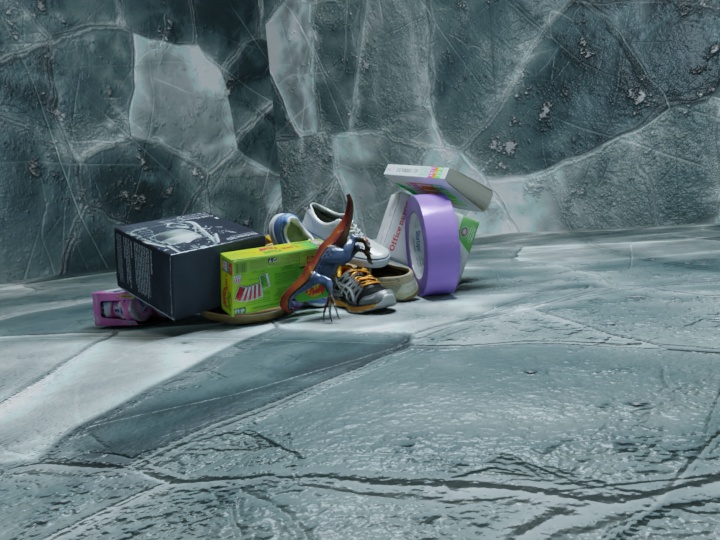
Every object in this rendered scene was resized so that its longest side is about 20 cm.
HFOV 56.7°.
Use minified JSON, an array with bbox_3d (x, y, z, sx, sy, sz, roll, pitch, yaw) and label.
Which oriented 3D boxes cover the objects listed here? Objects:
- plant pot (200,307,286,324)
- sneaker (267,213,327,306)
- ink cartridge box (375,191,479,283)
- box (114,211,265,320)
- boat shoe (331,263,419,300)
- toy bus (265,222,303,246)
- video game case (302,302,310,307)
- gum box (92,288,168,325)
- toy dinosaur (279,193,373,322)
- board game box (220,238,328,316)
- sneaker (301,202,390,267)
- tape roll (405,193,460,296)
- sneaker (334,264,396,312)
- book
[{"bbox_3d":[-0.217,0.058,1.240,0.198,0.028,0.200,2,19,-1],"label":"plant pot"},{"bbox_3d":[-0.113,-0.019,1.284,0.076,0.201,0.077,-33,8,-25],"label":"sneaker"},{"bbox_3d":[0.143,-0.073,1.483,0.199,0.147,0.084,20,-1,-15],"label":"ink cartridge box"},{"bbox_3d":[-0.309,-0.017,1.215,0.196,0.125,0.199,22,27,39],"label":"box"},{"bbox_3d":[0.024,0.005,1.331,0.199,0.065,0.072,14,46,34],"label":"boat shoe"},{"bbox_3d":[-0.131,-0.051,1.384,0.199,0.066,0.078,-23,36,-30],"label":"toy bus"},{"bbox_3d":[-0.171,0.050,1.382,0.199,0.023,0.182,-8,14,-32],"label":"video game case"},{"bbox_3d":[-0.422,0.063,1.327,0.113,0.067,0.200,-2,5,27],"label":"gum box"},{"bbox_3d":[-0.068,-0.004,1.173,0.180,0.201,0.105,-19,-8,-5],"label":"toy dinosaur"},{"bbox_3d":[-0.148,0.009,1.188,0.199,0.102,0.048,-10,23,-34],"label":"board game box"},{"bbox_3d":[-0.030,-0.069,1.305,0.199,0.071,0.073,24,41,16],"label":"sneaker"},{"bbox_3d":[0.141,-0.052,1.333,0.065,0.202,0.200,-6,6,-7],"label":"tape roll"},{"bbox_3d":[0.000,0.033,1.242,0.078,0.078,0.200,-6,7,-29],"label":"sneaker"},{"bbox_3d":[0.157,-0.177,1.377,0.133,0.048,0.200,27,-6,-34],"label":"book"}]
